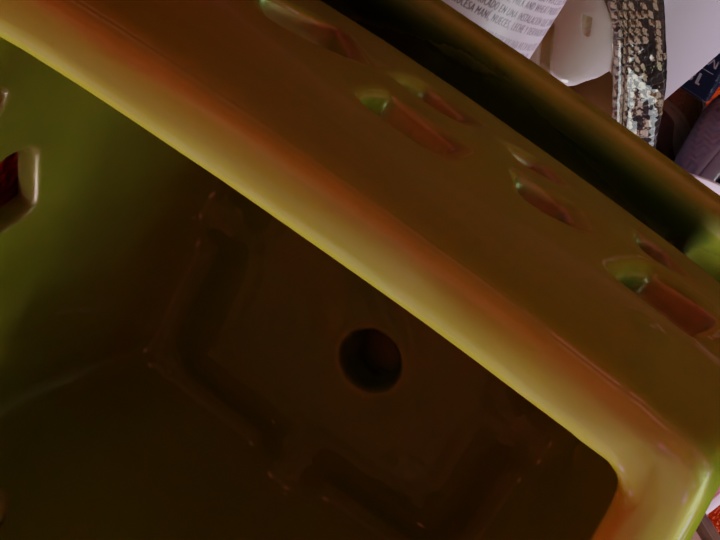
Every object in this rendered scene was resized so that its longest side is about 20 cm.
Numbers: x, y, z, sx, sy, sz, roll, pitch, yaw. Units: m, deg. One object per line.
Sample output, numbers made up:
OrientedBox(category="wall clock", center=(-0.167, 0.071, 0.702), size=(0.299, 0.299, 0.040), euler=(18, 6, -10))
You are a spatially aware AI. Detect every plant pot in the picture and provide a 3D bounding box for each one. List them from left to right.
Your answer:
OrientedBox(category="plant pot", center=(-0.021, 0.033, 0.550), size=(0.200, 0.199, 0.181), euler=(-60, 170, 26))

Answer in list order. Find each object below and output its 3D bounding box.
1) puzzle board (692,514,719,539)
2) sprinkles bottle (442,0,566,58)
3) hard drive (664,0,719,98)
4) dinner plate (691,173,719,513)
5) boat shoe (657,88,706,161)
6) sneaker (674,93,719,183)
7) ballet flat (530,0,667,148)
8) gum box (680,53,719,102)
OrientedBox(category="puzzle board", center=(0.051, 0.087, 0.867), size=(0.017, 0.151, 0.200), euler=(-25, 170, -36))
OrientedBox(category="sprinkles bottle", center=(0.020, -0.077, 0.651), size=(0.200, 0.068, 0.068), euler=(-57, 165, 19))
OrientedBox(category="hard drive", center=(0.114, -0.138, 0.800), size=(0.132, 0.025, 0.200), euler=(-39, 152, -33))
OrientedBox(category="dinner plate", center=(0.092, 0.041, 0.959), size=(0.200, 0.200, 0.024), euler=(-58, -152, 20))
OrientedBox(category="boat shoe", center=(0.139, -0.052, 1.089), size=(0.076, 0.072, 0.200), euler=(-60, 168, -19))
OrientedBox(category="sneaker", center=(0.222, -0.061, 1.017), size=(0.200, 0.115, 0.075), euler=(-49, 161, -32))
OrientedBox(category="ballet flat", center=(0.058, -0.037, 0.717), size=(0.075, 0.068, 0.201), euler=(-32, 122, -59))
OrientedBox(category="gum box", center=(0.192, -0.189, 0.934), size=(0.170, 0.044, 0.200), euler=(-49, 166, -36))
